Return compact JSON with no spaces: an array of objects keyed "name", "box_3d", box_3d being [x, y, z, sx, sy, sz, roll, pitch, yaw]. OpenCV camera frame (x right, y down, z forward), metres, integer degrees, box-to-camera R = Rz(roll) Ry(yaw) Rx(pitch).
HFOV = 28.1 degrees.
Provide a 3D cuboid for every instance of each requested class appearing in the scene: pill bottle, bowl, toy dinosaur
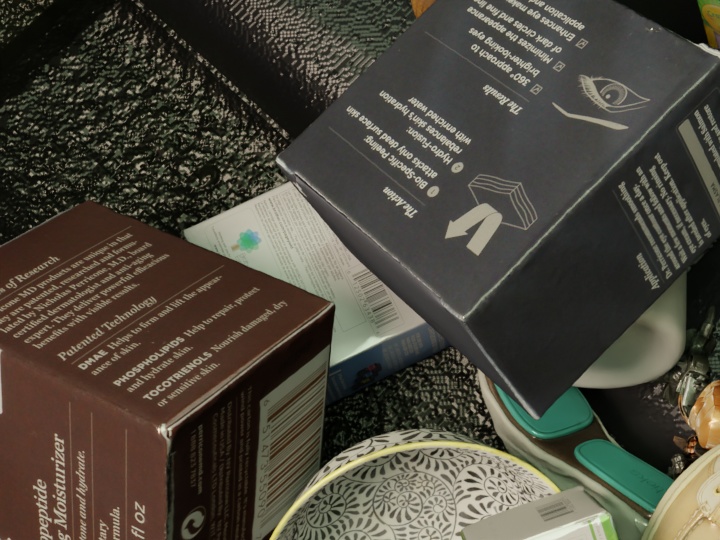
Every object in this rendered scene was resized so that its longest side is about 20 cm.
[{"name":"pill bottle","box_3d":[0.156,-0.035,0.944,0.113,0.115,0.201,4,58,7]},{"name":"bowl","box_3d":[0.031,0.169,0.887,0.199,0.094,0.202,-3,114,-8]},{"name":"toy dinosaur","box_3d":[0.238,0.091,0.885,0.102,0.136,0.201,28,117,-1]}]

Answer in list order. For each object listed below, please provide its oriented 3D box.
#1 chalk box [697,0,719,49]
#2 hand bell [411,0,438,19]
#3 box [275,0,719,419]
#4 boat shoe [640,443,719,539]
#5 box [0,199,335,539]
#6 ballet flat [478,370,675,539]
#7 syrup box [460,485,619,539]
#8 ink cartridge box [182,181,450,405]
[{"name":"chalk box","box_3d":[0.304,-0.163,0.922,0.124,0.201,0.124,-38,44,-9]},{"name":"hand bell","box_3d":[0.051,-0.154,0.959,0.103,0.200,0.105,-2,70,6]},{"name":"box","box_3d":[0.092,-0.059,0.842,0.200,0.118,0.197,-44,46,-4]},{"name":"boat shoe","box_3d":[0.227,0.126,0.797,0.074,0.069,0.200,41,87,-9]},{"name":"box","box_3d":[-0.142,0.087,0.863,0.199,0.167,0.164,21,34,25]},{"name":"ballet flat","box_3d":[0.133,0.124,0.917,0.069,0.070,0.200,-39,45,-8]},{"name":"syrup box","box_3d":[0.124,0.232,0.794,0.081,0.079,0.201,-19,92,0]},{"name":"ink cartridge box","box_3d":[0.000,0.000,0.976,0.199,0.076,0.137,-26,70,-2]}]
